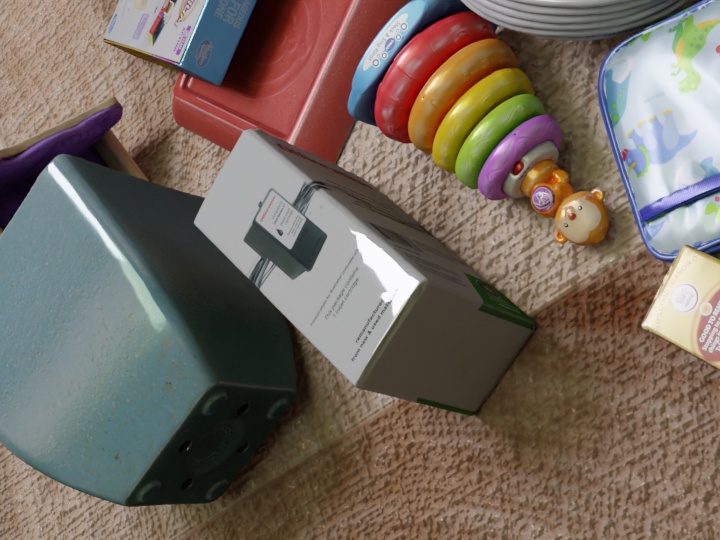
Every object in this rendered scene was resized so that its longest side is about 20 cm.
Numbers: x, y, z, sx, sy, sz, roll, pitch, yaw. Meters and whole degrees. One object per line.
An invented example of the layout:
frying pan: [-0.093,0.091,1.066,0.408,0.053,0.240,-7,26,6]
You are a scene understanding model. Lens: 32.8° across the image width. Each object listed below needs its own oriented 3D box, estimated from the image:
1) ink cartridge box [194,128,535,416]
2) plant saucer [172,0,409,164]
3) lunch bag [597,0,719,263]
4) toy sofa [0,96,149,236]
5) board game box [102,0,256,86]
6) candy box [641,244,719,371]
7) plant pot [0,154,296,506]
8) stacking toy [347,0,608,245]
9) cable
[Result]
ink cartridge box: [0.000,0.000,0.838,0.200,0.146,0.084,43,104,37]
plant saucer: [-0.067,-0.190,1.011,0.199,0.037,0.202,29,96,39]
lunch bag: [0.248,-0.091,0.720,0.198,0.082,0.163,-21,68,32]
toy sofa: [-0.253,-0.063,1.007,0.097,0.200,0.083,-33,96,31]
board game box: [-0.144,-0.247,1.042,0.200,0.040,0.155,29,96,57]
candy box: [0.260,0.061,0.644,0.199,0.116,0.057,30,96,38]
plant pot: [-0.163,0.066,0.922,0.200,0.196,0.197,44,104,27]
stacking toy: [0.094,-0.089,0.834,0.116,0.109,0.200,-49,66,19]
cable: [0.143,-0.239,0.800,0.197,0.070,0.202,-12,54,4]
